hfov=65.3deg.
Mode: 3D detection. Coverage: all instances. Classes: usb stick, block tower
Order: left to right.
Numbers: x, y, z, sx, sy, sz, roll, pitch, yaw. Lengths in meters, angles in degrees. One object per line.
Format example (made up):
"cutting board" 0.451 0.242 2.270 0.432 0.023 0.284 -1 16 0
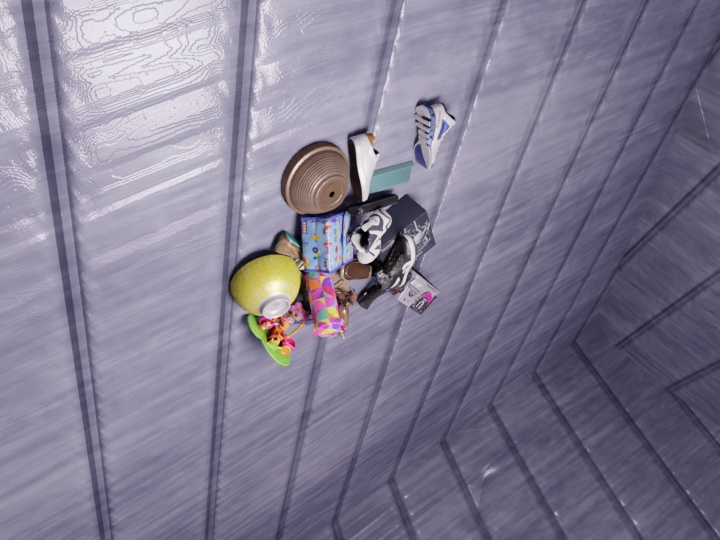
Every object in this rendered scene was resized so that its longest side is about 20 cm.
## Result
"block tower" -0.077 0.021 1.743 0.058 0.054 0.201 -35 143 -15
"usb stick" 0.039 -0.191 1.620 0.199 0.055 0.033 -25 112 -48

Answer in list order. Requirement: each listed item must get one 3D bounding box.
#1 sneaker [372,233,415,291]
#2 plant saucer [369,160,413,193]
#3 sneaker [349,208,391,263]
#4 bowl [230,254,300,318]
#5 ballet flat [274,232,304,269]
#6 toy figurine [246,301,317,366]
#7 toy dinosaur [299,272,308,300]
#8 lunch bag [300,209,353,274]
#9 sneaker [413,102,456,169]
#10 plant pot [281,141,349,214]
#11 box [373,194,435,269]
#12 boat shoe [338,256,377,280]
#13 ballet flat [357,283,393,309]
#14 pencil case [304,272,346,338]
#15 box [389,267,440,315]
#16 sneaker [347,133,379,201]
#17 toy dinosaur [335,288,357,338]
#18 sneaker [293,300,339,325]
"sneaker" 0.095 -0.012 1.691 0.111 0.073 0.201 -21 140 -29
"plant saucer" 0.077 -0.268 1.646 0.199 0.019 0.070 -21 138 -32
"sneaker" 0.006 -0.076 1.603 0.129 0.080 0.200 -34 165 -41
"bowl" -0.245 0.064 1.532 0.198 0.108 0.201 -20 146 -14
"ballet flat" -0.170 -0.041 1.580 0.072 0.068 0.199 -43 144 14
"toy figurine" -0.200 0.153 1.648 0.183 0.151 0.200 -34 121 11
"toy dinosaur" -0.158 0.023 1.673 0.088 0.048 0.201 -32 140 -8
"lunch bag" -0.074 -0.088 1.576 0.200 0.093 0.153 -25 117 -59
"sneaker" 0.220 -0.394 1.611 0.114 0.081 0.201 -26 139 -22
"plant pot" -0.097 -0.219 1.450 0.200 0.093 0.202 -28 142 -24
"box" 0.121 -0.101 1.782 0.199 0.104 0.183 -39 144 -8
"boat shoe" 0.001 -0.006 1.727 0.202 0.074 0.076 -13 109 -68
"ballet flat" 0.069 0.067 1.878 0.057 0.067 0.199 43 128 -18
"pencil case" -0.103 0.091 1.589 0.087 0.202 0.089 -13 149 -8
"box" 0.168 0.053 1.959 0.115 0.132 0.200 -49 145 6
"sneaker" 0.019 -0.278 1.524 0.084 0.073 0.201 -24 139 -20
"toy dinosaur" -0.060 0.122 1.694 0.200 0.085 0.137 -106 -142 -81
"sneaker" -0.137 0.134 1.795 0.199 0.066 0.079 -6 143 -43
